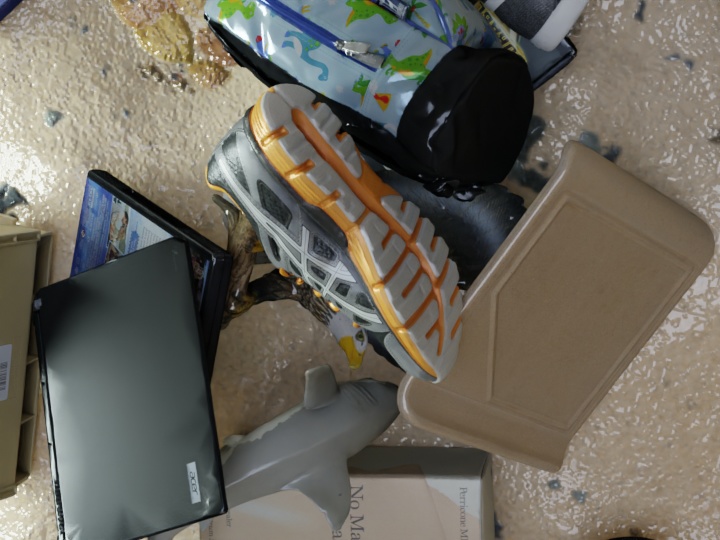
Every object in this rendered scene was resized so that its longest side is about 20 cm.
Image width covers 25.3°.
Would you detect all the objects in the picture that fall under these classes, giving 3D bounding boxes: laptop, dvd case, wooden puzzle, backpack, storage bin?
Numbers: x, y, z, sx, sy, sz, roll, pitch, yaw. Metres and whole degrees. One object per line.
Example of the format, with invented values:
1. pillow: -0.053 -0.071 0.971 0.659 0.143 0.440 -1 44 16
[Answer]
1. laptop: -0.153 0.100 1.046 0.103 0.200 0.178 -7 70 -10
2. dvd case: -0.150 0.026 1.083 0.017 0.200 0.144 3 107 -34
3. wooden puzzle: 0.127 0.027 1.037 0.037 0.185 0.201 40 102 42
4. backpack: 0.001 -0.142 0.990 0.199 0.163 0.155 20 98 21
5. storage bin: -0.310 0.065 1.103 0.093 0.198 0.202 12 101 26

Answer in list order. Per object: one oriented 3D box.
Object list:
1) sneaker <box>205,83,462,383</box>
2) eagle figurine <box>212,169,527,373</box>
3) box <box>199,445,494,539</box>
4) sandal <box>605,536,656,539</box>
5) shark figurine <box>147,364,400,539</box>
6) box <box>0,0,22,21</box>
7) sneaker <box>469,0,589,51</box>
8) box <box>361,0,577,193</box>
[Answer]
1. sneaker: -0.012 -0.015 0.943 0.077 0.078 0.200 -28 104 35
2. eagle figurine: 0.001 0.007 1.058 0.199 0.152 0.152 4 80 -24
3. box: -0.008 0.175 1.122 0.198 0.078 0.096 -2 98 11
4. sandal: 0.154 0.252 1.128 0.075 0.045 0.200 40 118 8
5. shark figurine: -0.053 0.140 1.018 0.214 0.128 0.090 -33 72 -6
6. box: -0.240 -0.269 1.116 0.200 0.032 0.121 -40 91 13
7. sneaker: 0.128 -0.250 1.007 0.112 0.073 0.201 32 84 -5
8. box: 0.025 -0.176 1.076 0.159 0.046 0.200 -36 92 14
